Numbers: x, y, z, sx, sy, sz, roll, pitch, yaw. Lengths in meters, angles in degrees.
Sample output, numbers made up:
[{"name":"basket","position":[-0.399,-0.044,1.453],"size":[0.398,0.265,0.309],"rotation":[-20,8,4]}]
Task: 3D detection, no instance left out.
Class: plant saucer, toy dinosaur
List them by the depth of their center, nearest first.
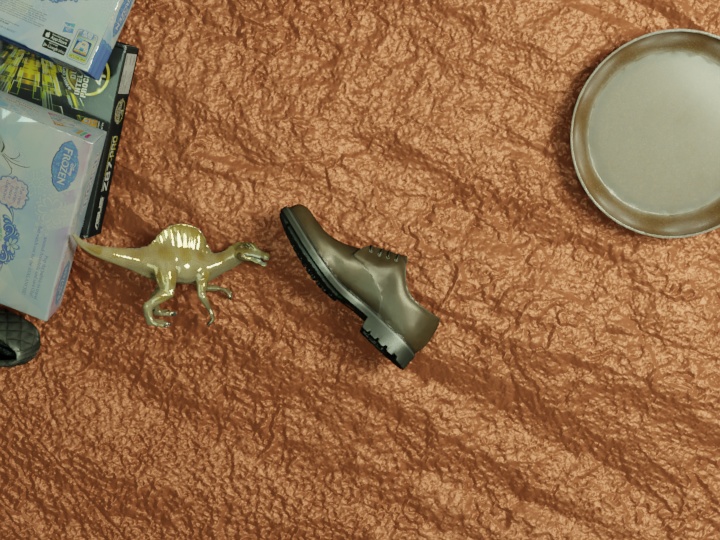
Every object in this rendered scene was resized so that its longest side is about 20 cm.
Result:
[{"name":"plant saucer","position":[0.304,-0.133,1.090],"size":[0.200,0.032,0.201],"rotation":[1,100,5]},{"name":"toy dinosaur","position":[-0.196,0.002,1.132],"size":[0.200,0.058,0.101],"rotation":[2,102,-23]}]

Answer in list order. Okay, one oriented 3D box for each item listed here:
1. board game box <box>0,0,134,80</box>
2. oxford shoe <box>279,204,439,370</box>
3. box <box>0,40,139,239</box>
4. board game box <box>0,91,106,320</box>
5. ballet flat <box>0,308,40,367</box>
[{"name":"board game box","position":[-0.306,-0.313,1.078],"size":[0.200,0.043,0.199],"rotation":[23,87,4]},{"name":"oxford shoe","position":[0.000,0.000,1.127],"size":[0.084,0.073,0.200],"rotation":[-44,96,-7]},{"name":"box","position":[-0.324,-0.149,1.131],"size":[0.161,0.049,0.200],"rotation":[16,101,5]},{"name":"board game box","position":[-0.368,-0.076,1.088],"size":[0.199,0.043,0.200],"rotation":[22,114,0]},{"name":"ballet flat","position":[-0.433,0.057,1.170],"size":[0.200,0.057,0.067],"rotation":[10,99,3]}]
